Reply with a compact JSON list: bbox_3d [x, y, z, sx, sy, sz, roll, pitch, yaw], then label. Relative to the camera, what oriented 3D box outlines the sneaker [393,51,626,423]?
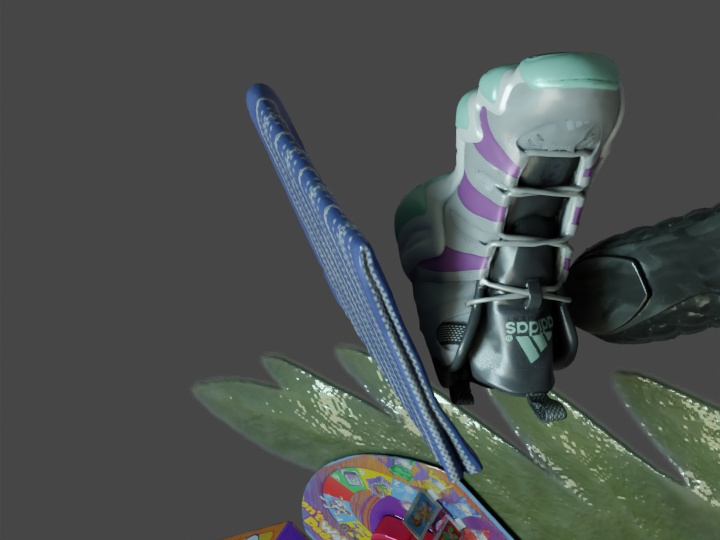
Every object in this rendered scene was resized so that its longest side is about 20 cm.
[{"bbox_3d":[0.078,-0.001,1.053,0.077,0.140,0.200,-2,155,-16],"label":"sneaker"}]

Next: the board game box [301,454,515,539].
[{"bbox_3d":[0.042,0.196,1.387,0.200,0.039,0.158,48,142,-15],"label":"board game box"}]

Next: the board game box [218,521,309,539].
[{"bbox_3d":[-0.087,0.314,1.489,0.200,0.200,0.200,48,143,-16],"label":"board game box"}]

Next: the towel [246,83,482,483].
[{"bbox_3d":[0.000,0.000,1.123,0.145,0.024,0.200,65,176,-31],"label":"towel"}]

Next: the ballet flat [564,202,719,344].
[{"bbox_3d":[0.181,-0.007,1.058,0.199,0.057,0.067,-10,97,39],"label":"ballet flat"}]
